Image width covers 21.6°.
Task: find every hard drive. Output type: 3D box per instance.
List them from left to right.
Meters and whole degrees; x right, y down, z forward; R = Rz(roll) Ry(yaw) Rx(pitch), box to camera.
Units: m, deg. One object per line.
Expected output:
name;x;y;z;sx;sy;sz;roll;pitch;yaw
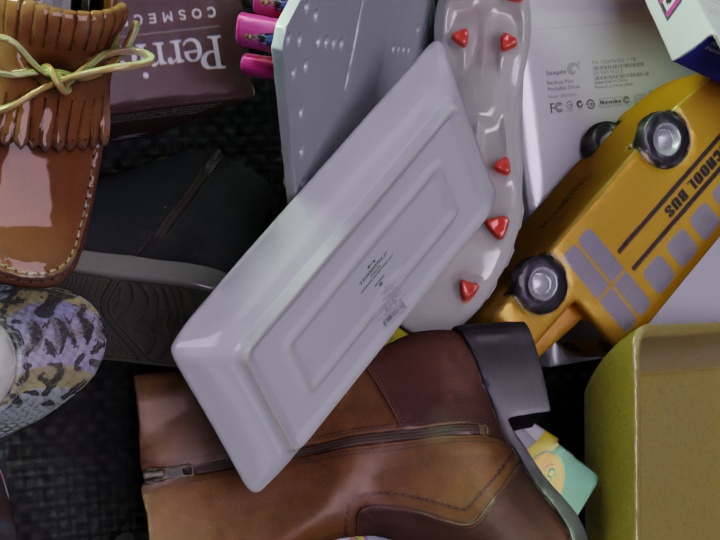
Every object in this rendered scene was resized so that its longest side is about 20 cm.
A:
hard drive;0.145;-0.055;1.053;0.131;0.027;0.202;-8;90;-23

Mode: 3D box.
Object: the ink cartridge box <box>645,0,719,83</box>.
ink cartridge box;0.197;-0.138;1.003;0.094;0.201;0.037;20;123;-25

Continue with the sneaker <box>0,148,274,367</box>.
sneaker;-0.142;-0.016;0.913;0.198;0.075;0.107;12;40;-2

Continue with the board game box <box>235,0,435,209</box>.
board game box;-0.007;-0.108;0.885;0.026;0.201;0.201;14;54;13

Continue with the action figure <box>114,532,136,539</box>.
action figure;-0.065;0.218;0.935;0.118;0.055;0.200;-46;112;-20

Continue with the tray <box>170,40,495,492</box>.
tray;0.000;0.000;0.851;0.200;0.022;0.108;-50;140;-25

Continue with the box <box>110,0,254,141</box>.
box;-0.161;-0.158;0.850;0.165;0.164;0.202;-10;91;-23

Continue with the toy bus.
toy bus;0.137;-0.023;0.999;0.078;0.065;0.200;47;71;-16

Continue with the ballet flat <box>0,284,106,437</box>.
ballet flat;-0.212;0.052;0.834;0.199;0.072;0.073;-11;92;0

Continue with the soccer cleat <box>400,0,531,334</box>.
soccer cleat;0.054;-0.060;0.978;0.069;0.078;0.202;10;79;3

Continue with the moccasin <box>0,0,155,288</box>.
moccasin;-0.121;-0.095;0.733;0.073;0.078;0.203;11;84;-22

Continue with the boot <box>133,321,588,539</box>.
boot;0.000;0.122;0.875;0.198;0.069;0.190;-10;77;-9

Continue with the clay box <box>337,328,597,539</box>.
clay box;0.007;0.093;0.943;0.199;0.048;0.115;36;74;2

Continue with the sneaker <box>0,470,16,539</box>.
sneaker;-0.185;0.147;0.870;0.077;0.082;0.202;-11;90;-23

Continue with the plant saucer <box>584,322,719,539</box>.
plant saucer;0.173;0.128;1.008;0.199;0.048;0.202;1;89;-55
